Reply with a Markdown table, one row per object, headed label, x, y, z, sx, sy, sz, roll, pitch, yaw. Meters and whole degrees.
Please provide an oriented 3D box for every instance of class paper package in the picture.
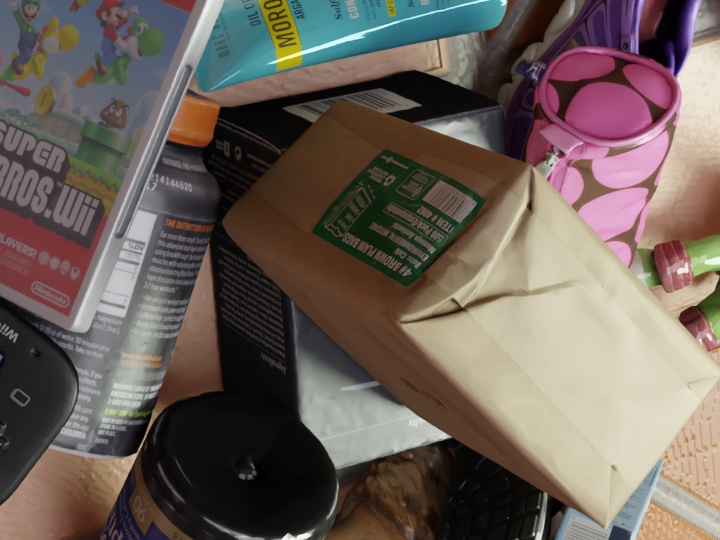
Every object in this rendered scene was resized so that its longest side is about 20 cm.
| label | x | y | z | sx | sy | sz | roll | pitch | yaw |
| --- | --- | --- | --- | --- | --- | --- | --- | --- | --- |
| paper package | 0.054 | 0.017 | 1.164 | 0.103 | 0.200 | 0.191 | -51 | 121 | -7 |

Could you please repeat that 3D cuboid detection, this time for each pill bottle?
| label | x | y | z | sx | sy | sz | roll | pitch | yaw |
| --- | --- | --- | --- | --- | --- | --- | --- | --- | --- |
| pill bottle | -0.095 | 0.171 | 1.266 | 0.112 | 0.112 | 0.200 | 2 | 134 | -30 |
| pill bottle | -0.139 | -0.008 | 1.224 | 0.106 | 0.106 | 0.200 | 15 | 97 | -33 |

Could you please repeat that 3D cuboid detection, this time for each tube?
| label | x | y | z | sx | sy | sz | roll | pitch | yaw |
| --- | --- | --- | --- | --- | --- | --- | --- | --- | --- |
| tube | -0.014 | -0.148 | 1.285 | 0.200 | 0.077 | 0.050 | -12 | 155 | -26 |

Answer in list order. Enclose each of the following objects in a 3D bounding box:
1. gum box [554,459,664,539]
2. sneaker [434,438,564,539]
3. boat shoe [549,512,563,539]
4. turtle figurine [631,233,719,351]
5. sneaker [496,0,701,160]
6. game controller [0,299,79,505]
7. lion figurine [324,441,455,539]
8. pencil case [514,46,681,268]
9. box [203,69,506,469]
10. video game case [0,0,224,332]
| label | x | y | z | sx | sy | sz | roll | pitch | yaw |
| --- | --- | --- | --- | --- | --- | --- | --- | --- | --- |
| gum box | 0.131 | 0.207 | 1.400 | 0.045 | 0.200 | 0.170 | 20 | 101 | 10 |
| sneaker | 0.100 | 0.134 | 1.367 | 0.076 | 0.200 | 0.088 | -24 | 131 | 27 |
| boat shoe | 0.069 | 0.232 | 1.444 | 0.066 | 0.072 | 0.200 | 27 | 83 | -29 |
| turtle figurine | 0.253 | 0.017 | 1.419 | 0.194 | 0.200 | 0.144 | -21 | 150 | 2 |
| sneaker | 0.145 | -0.116 | 1.352 | 0.081 | 0.083 | 0.200 | 7 | 120 | -34 |
| game controller | -0.243 | 0.035 | 1.161 | 0.200 | 0.042 | 0.104 | 37 | 102 | -2 |
| lion figurine | -0.017 | 0.183 | 1.373 | 0.200 | 0.072 | 0.123 | -22 | 82 | -15 |
| pencil case | 0.122 | -0.036 | 1.316 | 0.094 | 0.091 | 0.200 | -52 | 159 | -37 |
| box | 0.000 | 0.000 | 1.307 | 0.148 | 0.104 | 0.200 | -12 | 112 | -27 |
| video game case | -0.162 | -0.086 | 1.173 | 0.017 | 0.143 | 0.200 | 15 | 98 | -64 |
